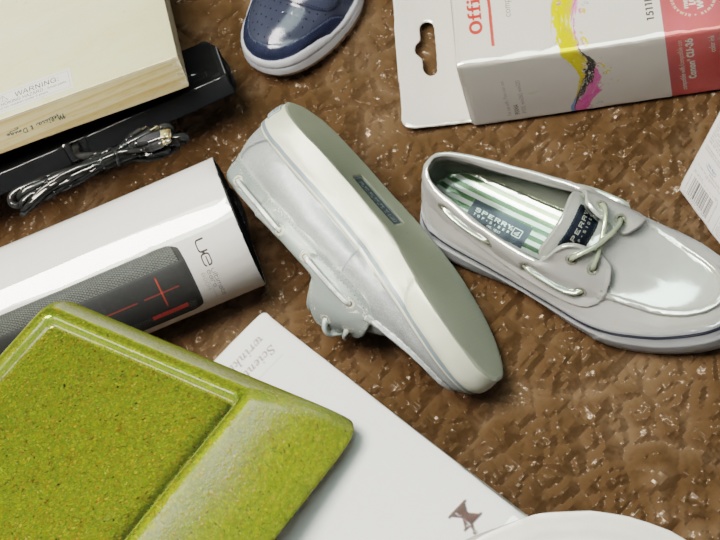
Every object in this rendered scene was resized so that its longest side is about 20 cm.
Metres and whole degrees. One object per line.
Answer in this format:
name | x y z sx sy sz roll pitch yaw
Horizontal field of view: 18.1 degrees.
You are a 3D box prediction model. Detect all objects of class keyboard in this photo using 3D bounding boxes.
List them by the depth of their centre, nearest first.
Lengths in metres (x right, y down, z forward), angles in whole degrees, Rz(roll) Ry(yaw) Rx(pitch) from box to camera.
keyboard | -0.167 -0.073 1.339 0.199 0.021 0.127 -24 26 1

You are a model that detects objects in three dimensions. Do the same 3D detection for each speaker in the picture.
speaker | -0.157 0.008 1.295 0.199 0.081 0.081 -22 60 0

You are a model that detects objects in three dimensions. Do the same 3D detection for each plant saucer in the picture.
plant saucer | -0.138 0.100 1.095 0.199 0.048 0.200 20 57 33

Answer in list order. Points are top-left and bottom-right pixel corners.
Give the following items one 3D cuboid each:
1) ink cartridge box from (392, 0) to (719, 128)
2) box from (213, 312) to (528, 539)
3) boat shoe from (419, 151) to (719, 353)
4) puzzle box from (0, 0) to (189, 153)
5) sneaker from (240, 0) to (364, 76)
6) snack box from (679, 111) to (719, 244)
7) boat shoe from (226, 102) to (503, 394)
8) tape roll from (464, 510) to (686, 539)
ink cartridge box | 0.113 -0.158 1.329 0.199 0.068 0.117 -9 61 8
box | -0.033 0.168 1.145 0.199 0.131 0.200 -45 57 -13
boat shoe | 0.118 -0.011 1.251 0.199 0.067 0.074 17 67 20
puzzle box | -0.206 -0.124 1.347 0.199 0.025 0.133 -19 43 3
sneaker | -0.020 -0.221 1.369 0.070 0.109 0.200 24 70 24
snack box | 0.244 0.002 1.213 0.024 0.072 0.200 -13 55 -31
boat shoe | -0.001 0.000 1.271 0.071 0.070 0.201 -44 75 20
tape roll | 0.093 0.211 1.013 0.201 0.071 0.204 2 78 -11
